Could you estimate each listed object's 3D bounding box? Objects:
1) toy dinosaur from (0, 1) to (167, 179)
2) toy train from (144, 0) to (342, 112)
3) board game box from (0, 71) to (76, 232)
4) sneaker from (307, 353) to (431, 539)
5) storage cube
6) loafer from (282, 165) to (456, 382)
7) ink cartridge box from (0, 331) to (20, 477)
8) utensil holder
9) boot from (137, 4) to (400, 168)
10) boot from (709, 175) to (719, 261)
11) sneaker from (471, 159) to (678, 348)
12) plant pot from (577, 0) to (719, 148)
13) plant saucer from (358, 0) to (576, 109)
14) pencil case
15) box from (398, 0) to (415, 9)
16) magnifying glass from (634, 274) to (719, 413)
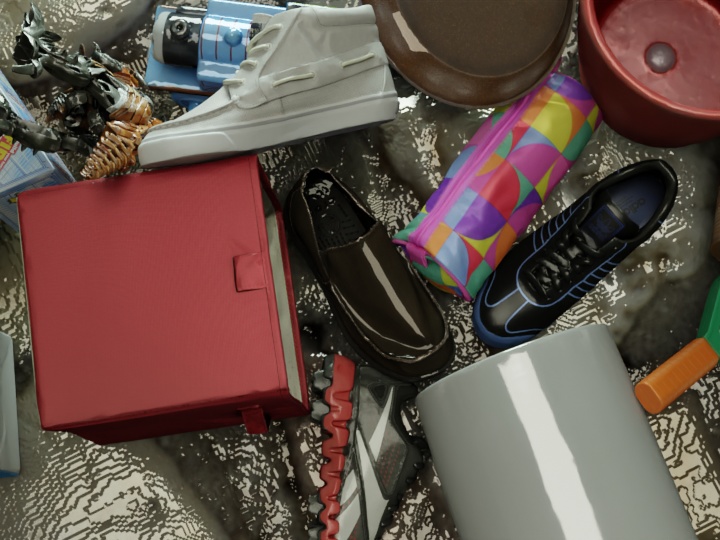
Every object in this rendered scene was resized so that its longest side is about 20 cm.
[{"bbox_3d":[-0.198,-0.122,0.984,0.135,0.200,0.103,22,91,-21],"label":"toy dinosaur"},{"bbox_3d":[-0.079,-0.170,1.071,0.198,0.114,0.088,9,79,4],"label":"toy train"},{"bbox_3d":[-0.324,-0.077,1.064,0.199,0.062,0.200,35,83,28],"label":"board game box"},{"bbox_3d":[0.007,0.167,1.027,0.097,0.071,0.202,3,83,-4],"label":"sneaker"},{"bbox_3d":[-0.142,0.031,1.009,0.178,0.171,0.202,-8,79,1],"label":"storage cube"},{"bbox_3d":[0.000,0.000,1.026,0.073,0.071,0.200,-34,67,-14],"label":"loafer"},{"bbox_3d":[-0.379,0.115,1.057,0.198,0.067,0.117,-7,80,1],"label":"ink cartridge box"},{"bbox_3d":[0.145,0.161,0.977,0.169,0.170,0.201,-20,76,-1],"label":"utensil holder"},{"bbox_3d":[-0.073,-0.136,0.968,0.198,0.073,0.096,-14,93,-20],"label":"boot"},{"bbox_3d":[0.379,-0.048,1.053,0.199,0.074,0.156,27,66,-9],"label":"boot"},{"bbox_3d":[0.168,-0.018,1.050,0.200,0.078,0.070,-42,81,-5],"label":"sneaker"},{"bbox_3d":[0.251,-0.186,1.023,0.198,0.177,0.202,0,80,-1],"label":"plant pot"},{"bbox_3d":[0.083,-0.226,1.022,0.200,0.201,0.034,46,44,10],"label":"plant saucer"},{"bbox_3d":[0.109,-0.075,1.061,0.088,0.088,0.201,33,82,8],"label":"pencil case"},{"bbox_3d":[0.083,-0.312,1.055,0.060,0.200,0.117,-19,76,-44],"label":"box"},{"bbox_3d":[0.271,0.054,1.007,0.199,0.022,0.080,-28,79,-41],"label":"magnifying glass"}]
